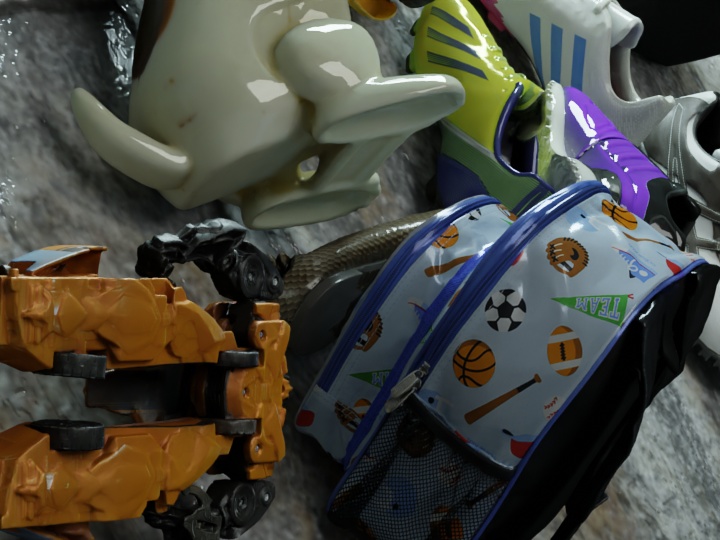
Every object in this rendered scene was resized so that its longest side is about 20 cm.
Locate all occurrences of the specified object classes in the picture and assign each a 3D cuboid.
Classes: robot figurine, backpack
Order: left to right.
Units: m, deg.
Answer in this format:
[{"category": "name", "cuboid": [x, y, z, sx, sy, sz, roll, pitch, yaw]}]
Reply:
[{"category": "robot figurine", "cuboid": [-0.095, 0.049, 1.026, 0.200, 0.058, 0.145, 3, 90, -59]}, {"category": "backpack", "cuboid": [0.076, 0.046, 1.200, 0.154, 0.191, 0.200, 42, 26, 6]}]

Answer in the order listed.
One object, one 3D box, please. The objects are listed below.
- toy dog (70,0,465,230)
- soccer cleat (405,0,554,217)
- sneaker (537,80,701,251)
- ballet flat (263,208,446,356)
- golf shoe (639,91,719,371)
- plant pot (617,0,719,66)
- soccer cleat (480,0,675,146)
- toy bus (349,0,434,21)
[{"category": "toy dog", "cuboid": [-0.072, -0.129, 1.236, 0.194, 0.140, 0.200, -14, 70, -23]}, {"category": "soccer cleat", "cuboid": [0.076, -0.095, 1.464, 0.065, 0.084, 0.200, 35, 34, -35]}, {"category": "sneaker", "cuboid": [0.147, -0.044, 1.478, 0.099, 0.070, 0.200, 18, 23, -10]}, {"category": "ballet flat", "cuboid": [0.000, 0.000, 1.278, 0.046, 0.067, 0.200, 30, 24, 20]}, {"category": "golf shoe", "cuboid": [0.230, -0.027, 1.634, 0.078, 0.094, 0.200, 12, 53, -55]}, {"category": "plant pot", "cuboid": [0.234, -0.260, 1.796, 0.199, 0.177, 0.200, 16, 49, -52]}, {"category": "soccer cleat", "cuboid": [0.133, -0.167, 1.630, 0.200, 0.086, 0.070, 59, 27, 6]}, {"category": "toy bus", "cuboid": [0.024, -0.253, 1.495, 0.136, 0.200, 0.192, 49, -8, -17]}]
